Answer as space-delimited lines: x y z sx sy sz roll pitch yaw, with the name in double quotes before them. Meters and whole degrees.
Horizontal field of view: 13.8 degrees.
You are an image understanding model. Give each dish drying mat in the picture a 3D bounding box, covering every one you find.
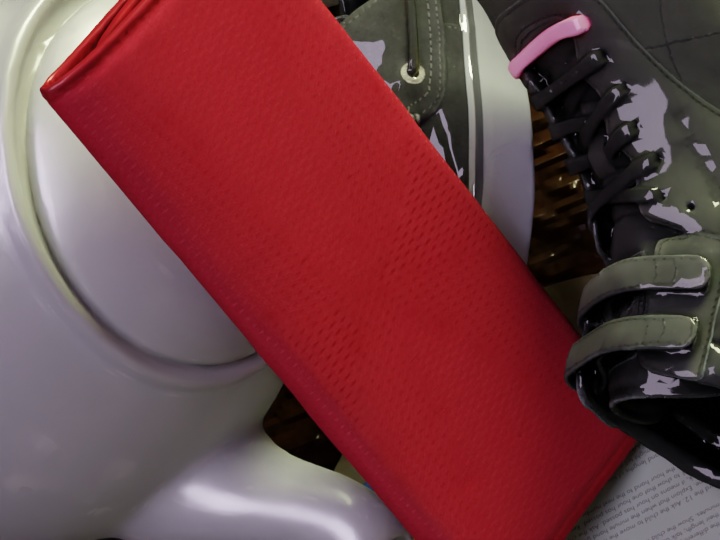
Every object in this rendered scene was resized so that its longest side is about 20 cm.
"dish drying mat" 0.000 0.000 0.788 0.018 0.200 0.077 2 47 53

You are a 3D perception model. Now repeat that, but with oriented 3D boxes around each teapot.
"teapot" -0.080 -0.022 0.830 0.146 0.200 0.198 -19 54 42

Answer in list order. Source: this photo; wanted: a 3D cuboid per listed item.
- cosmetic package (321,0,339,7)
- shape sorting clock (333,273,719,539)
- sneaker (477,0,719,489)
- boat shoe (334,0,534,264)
"cosmetic package" -0.105 -0.114 0.971 0.200 0.108 0.085 -13 75 32
"shape sorting clock" 0.076 0.095 0.846 0.200 0.039 0.200 -10 63 19
"sneaker" 0.075 -0.023 0.792 0.200 0.099 0.071 45 150 -7
"boat shoe" 0.010 -0.064 0.874 0.070 0.066 0.200 133 138 -71
